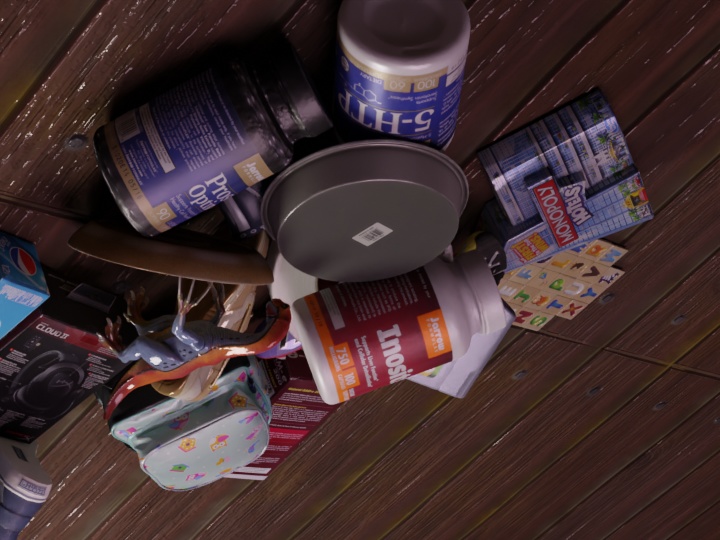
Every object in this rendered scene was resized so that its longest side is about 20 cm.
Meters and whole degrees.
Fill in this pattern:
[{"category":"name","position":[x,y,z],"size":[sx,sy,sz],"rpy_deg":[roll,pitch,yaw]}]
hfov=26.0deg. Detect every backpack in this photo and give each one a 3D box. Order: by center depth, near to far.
[{"category":"backpack","position":[-0.182,0.151,1.714],"size":[0.175,0.154,0.200],"rpy_deg":[-27,161,-2]}]

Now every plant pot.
[{"category":"plant pot","position":[-0.177,-0.021,1.484],"size":[0.199,0.200,0.028],"rpy_deg":[6,98,-37]}]

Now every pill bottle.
[{"category":"pill bottle","position":[-0.131,-0.122,1.407],"size":[0.199,0.112,0.112],"rpy_deg":[-27,147,5]},{"category":"pill bottle","position":[0.033,-0.163,1.445],"size":[0.119,0.120,0.200],"rpy_deg":[-15,145,-14]},{"category":"pill bottle","position":[0.039,0.051,1.568],"size":[0.199,0.113,0.113],"rpy_deg":[-20,147,-4]}]

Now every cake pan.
[{"category":"cake pan","position":[0.006,-0.050,1.468],"size":[0.199,0.037,0.201],"rpy_deg":[-6,148,-4]}]

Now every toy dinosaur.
[{"category":"toy dinosaur","position":[-0.155,0.068,1.528],"size":[0.105,0.181,0.201],"rpy_deg":[-44,145,-53]}]

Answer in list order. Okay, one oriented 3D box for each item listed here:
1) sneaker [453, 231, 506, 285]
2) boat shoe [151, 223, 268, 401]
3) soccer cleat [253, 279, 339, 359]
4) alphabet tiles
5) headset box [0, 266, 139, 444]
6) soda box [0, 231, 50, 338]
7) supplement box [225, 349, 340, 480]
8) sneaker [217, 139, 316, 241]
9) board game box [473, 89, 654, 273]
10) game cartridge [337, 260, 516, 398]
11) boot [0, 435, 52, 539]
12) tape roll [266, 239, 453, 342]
[{"category":"sneaker","position":[0.094,0.015,1.755],"size":[0.078,0.090,0.200],"rpy_deg":[-23,154,-35]},{"category":"boat shoe","position":[-0.147,0.042,1.603],"size":[0.201,0.074,0.069],"rpy_deg":[-62,146,-6]},{"category":"soccer cleat","position":[-0.044,0.025,1.718],"size":[0.199,0.067,0.077],"rpy_deg":[-30,131,8]},{"category":"alphabet tiles","position":[0.233,0.012,1.915],"size":[0.199,0.006,0.166],"rpy_deg":[16,130,-44]},{"category":"headset box","position":[-0.334,0.082,1.595],"size":[0.200,0.077,0.149],"rpy_deg":[-39,145,20]},{"category":"soda box","position":[-0.396,0.048,1.516],"size":[0.200,0.068,0.064],"rpy_deg":[-38,145,20]},{"category":"supplement box","position":[-0.109,0.170,1.872],"size":[0.109,0.061,0.200],"rpy_deg":[12,133,-43]},{"category":"sneaker","position":[-0.062,-0.056,1.552],"size":[0.108,0.070,0.200],"rpy_deg":[-39,123,19]},{"category":"board game box","position":[0.207,-0.081,1.721],"size":[0.199,0.062,0.200],"rpy_deg":[-29,147,5]},{"category":"game cartridge","position":[0.063,0.051,1.663],"size":[0.199,0.041,0.134],"rpy_deg":[21,107,-26]},{"category":"boot","position":[-0.385,0.223,1.646],"size":[0.073,0.200,0.091],"rpy_deg":[29,93,-24]},{"category":"tape roll","position":[0.000,0.000,1.657],"size":[0.202,0.037,0.204],"rpy_deg":[-7,120,-12]}]
